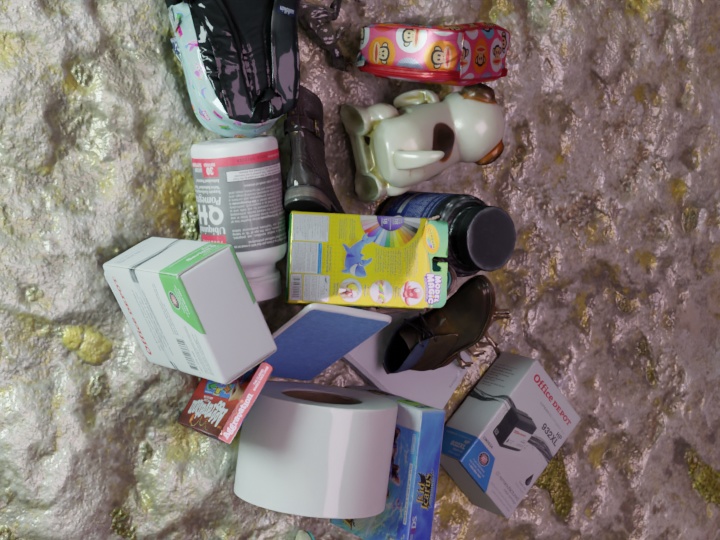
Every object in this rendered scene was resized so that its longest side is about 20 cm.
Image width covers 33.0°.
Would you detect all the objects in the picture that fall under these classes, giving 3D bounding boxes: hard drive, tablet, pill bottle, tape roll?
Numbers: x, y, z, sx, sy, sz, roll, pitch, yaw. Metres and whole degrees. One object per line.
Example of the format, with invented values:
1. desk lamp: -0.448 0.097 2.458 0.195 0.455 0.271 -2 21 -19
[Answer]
1. hard drive: 0.065 0.123 1.752 0.200 0.026 0.132 44 71 -29
2. tablet: -0.065 0.094 1.571 0.130 0.200 0.014 11 56 -35
3. pill bottle: -0.149 -0.065 1.532 0.110 0.111 0.201 -12 102 -32
4. tape roll: -0.058 0.229 1.576 0.202 0.202 0.140 5 92 -34
5. pill bottle: 0.115 -0.050 1.659 0.111 0.200 0.113 -4 97 -34

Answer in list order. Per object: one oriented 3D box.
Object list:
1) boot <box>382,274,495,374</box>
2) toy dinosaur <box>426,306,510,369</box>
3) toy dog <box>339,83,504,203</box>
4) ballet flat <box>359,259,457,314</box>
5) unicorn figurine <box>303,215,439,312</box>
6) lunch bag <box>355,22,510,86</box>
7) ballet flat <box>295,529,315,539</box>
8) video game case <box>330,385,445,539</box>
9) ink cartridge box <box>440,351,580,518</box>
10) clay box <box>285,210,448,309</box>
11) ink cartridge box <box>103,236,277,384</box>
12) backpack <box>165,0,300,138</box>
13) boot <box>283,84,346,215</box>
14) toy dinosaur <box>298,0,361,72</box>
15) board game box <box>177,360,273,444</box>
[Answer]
1. boot: 0.106 0.083 1.652 0.097 0.200 0.075 -14 61 -36
2. toy dinosaur: 0.148 0.087 1.778 0.199 0.058 0.102 7 56 -46
3. toy dog: 0.098 -0.188 1.643 0.199 0.194 0.140 -19 97 -22
4. ballet flat: 0.052 0.028 1.643 0.067 0.199 0.068 19 65 -56
5. unicorn figurine: 0.000 0.000 1.595 0.074 0.199 0.138 4 84 -65
6. lunch bag: 0.089 -0.296 1.628 0.200 0.175 0.082 -15 113 -55
7. ballet flat: -0.075 0.457 1.676 0.062 0.067 0.201 -18 105 -21
8. video game case: 0.034 0.271 1.655 0.045 0.181 0.201 5 93 -34
9. ink cartridge box: 0.220 0.246 1.836 0.200 0.084 0.145 -49 119 -19
10. clay box: 0.008 -0.011 1.523 0.199 0.048 0.116 3 86 -9
11. ink cartridge box: -0.207 0.042 1.454 0.084 0.200 0.147 -34 113 -29
12. backpack: -0.149 -0.266 1.492 0.166 0.127 0.201 -13 88 -20
13. boot: -0.056 -0.142 1.599 0.200 0.069 0.175 54 31 -67
14. toy dinosaur: -0.056 -0.350 1.602 0.200 0.047 0.088 43 79 -27
15. board game box: -0.169 0.154 1.492 0.019 0.200 0.103 33 77 -18
